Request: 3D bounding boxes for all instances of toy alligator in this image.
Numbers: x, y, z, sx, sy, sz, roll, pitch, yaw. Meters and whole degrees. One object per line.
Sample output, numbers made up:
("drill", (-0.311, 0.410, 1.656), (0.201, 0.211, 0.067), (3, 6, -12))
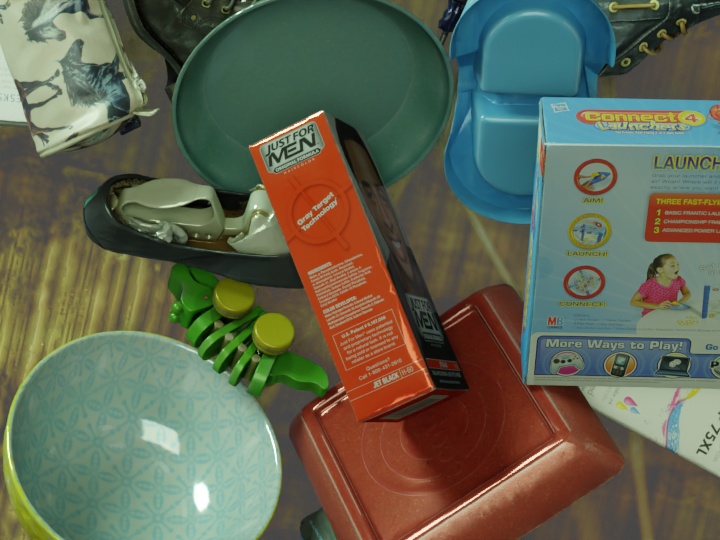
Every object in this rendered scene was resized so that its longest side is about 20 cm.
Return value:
("toy alligator", (-0.109, 0.033, 1.331), (0.200, 0.059, 0.054), (41, 55, 11))

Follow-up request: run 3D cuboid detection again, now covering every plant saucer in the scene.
("plant saucer", (0.054, 0.114, 1.283), (0.200, 0.200, 0.037), (-34, 134, 5))
("plant saucer", (-0.035, -0.126, 1.296), (0.199, 0.036, 0.201), (-7, 136, -6))

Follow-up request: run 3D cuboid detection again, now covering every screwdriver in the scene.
("screwdriver", (0.052, -0.161, 1.347), (0.029, 0.028, 0.201), (33, 102, 31))

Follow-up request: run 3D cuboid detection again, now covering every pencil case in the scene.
("pencil case", (-0.207, -0.182, 1.254), (0.089, 0.078, 0.201), (-18, 95, 0))

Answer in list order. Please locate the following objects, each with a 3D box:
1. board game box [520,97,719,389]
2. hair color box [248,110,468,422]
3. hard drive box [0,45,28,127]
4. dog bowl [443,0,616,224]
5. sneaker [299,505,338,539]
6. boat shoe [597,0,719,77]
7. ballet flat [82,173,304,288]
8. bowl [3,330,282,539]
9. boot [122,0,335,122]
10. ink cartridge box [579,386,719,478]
("board game box", (0.209, -0.014, 1.205), (0.199, 0.056, 0.197), (2, 127, 0))
("hair color box", (0.000, 0.000, 1.248), (0.061, 0.101, 0.201), (-25, 80, 13))
("hard drive box", (-0.282, -0.207, 1.332), (0.155, 0.077, 0.201), (5, 92, 2))
("dog bowl", (0.115, -0.125, 1.280), (0.111, 0.050, 0.201), (2, 129, 2))
("sneaker", (0.029, 0.216, 1.289), (0.082, 0.073, 0.200), (-41, 46, 2))
("boat shoe", (0.210, -0.181, 1.315), (0.199, 0.071, 0.091), (5, 98, 9))
("ballet flat", (-0.096, -0.032, 1.304), (0.199, 0.073, 0.073), (9, 93, -8))
("bowl", (-0.166, 0.154, 1.314), (0.200, 0.200, 0.108), (34, 137, 1))
("boot", (-0.069, -0.192, 1.299), (0.173, 0.069, 0.200), (-19, 132, 6))
("ink cartridge box", (0.248, 0.077, 1.320), (0.199, 0.067, 0.117), (28, 94, 1))
